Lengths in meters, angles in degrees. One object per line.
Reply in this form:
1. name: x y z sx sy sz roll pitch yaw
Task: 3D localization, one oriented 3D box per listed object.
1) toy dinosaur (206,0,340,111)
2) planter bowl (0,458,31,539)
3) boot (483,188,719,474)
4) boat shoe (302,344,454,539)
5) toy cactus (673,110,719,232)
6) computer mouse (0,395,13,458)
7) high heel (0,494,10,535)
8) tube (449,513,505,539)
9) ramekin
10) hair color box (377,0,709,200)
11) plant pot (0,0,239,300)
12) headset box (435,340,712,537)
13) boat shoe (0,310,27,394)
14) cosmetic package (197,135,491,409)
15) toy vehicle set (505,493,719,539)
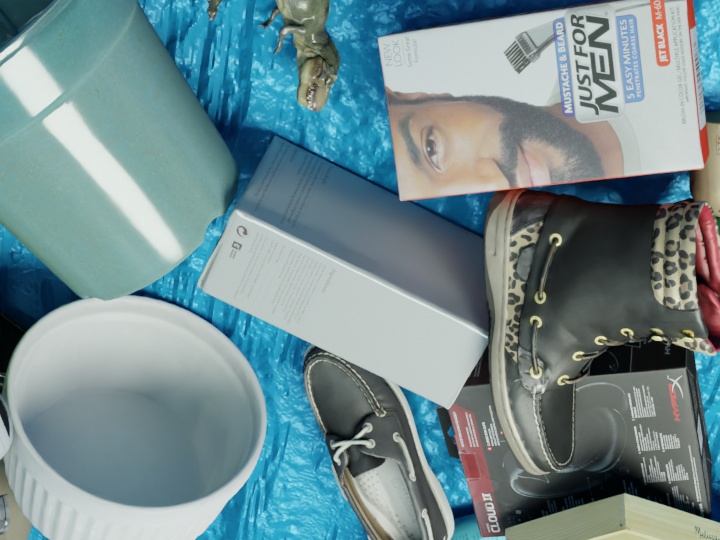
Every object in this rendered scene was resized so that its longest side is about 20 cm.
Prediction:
1. toy dinosaur: -0.062 -0.203 0.972 0.087 0.048 0.202 -5 122 0
2. planter bowl: -0.349 0.168 1.220 0.198 0.135 0.202 14 134 15
3. boot: 0.163 0.042 0.969 0.149 0.073 0.202 0 102 31
4. boat shoe: 0.008 0.148 1.157 0.073 0.060 0.202 -19 104 25
5. toy cactus: 0.241 -0.021 0.995 0.198 0.102 0.167 4 114 24
6. computer mouse: -0.305 0.062 1.060 0.109 0.200 0.044 -24 142 -16
7. high heel: -0.339 0.108 1.072 0.071 0.142 0.202 -31 70 38
8. tube: 0.108 0.225 1.210 0.198 0.051 0.078 -16 117 19
9. ramekin: -0.179 0.128 1.130 0.198 0.201 0.105 23 134 -2
10. hair color box: 0.119 -0.113 0.955 0.198 0.064 0.112 -6 100 19
11. plant pot: -0.194 -0.097 0.994 0.199 0.201 0.197 -21 123 25
12. headset box: 0.156 0.119 1.107 0.198 0.077 0.150 -6 121 19
13. boat shoe: -0.332 0.036 1.177 0.198 0.075 0.066 29 137 6
14. cosmetic package: 0.000 0.000 1.049 0.199 0.113 0.081 28 126 -3
15. toy vehicle set: 0.222 0.215 1.111 0.199 0.027 0.124 21 148 -33
